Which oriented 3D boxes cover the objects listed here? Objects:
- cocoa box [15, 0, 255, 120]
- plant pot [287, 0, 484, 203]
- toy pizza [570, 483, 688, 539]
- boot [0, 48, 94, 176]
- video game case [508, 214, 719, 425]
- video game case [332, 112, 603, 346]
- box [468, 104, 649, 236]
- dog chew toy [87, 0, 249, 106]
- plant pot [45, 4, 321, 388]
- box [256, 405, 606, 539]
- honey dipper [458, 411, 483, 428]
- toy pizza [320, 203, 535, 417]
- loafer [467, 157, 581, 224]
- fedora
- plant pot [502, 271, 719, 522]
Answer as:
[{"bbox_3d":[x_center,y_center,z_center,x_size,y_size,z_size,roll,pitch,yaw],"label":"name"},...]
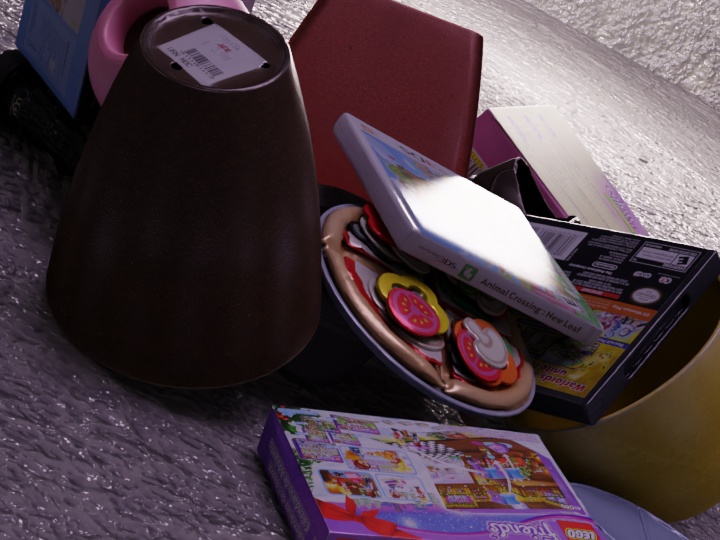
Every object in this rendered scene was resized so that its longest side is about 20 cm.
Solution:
[{"bbox_3d":[-0.163,-0.227,1.416,0.131,0.201,0.133,-1,32,-33],"label":"cocoa box"},{"bbox_3d":[0.010,-0.136,1.606,0.199,0.177,0.200,21,-1,0],"label":"plant pot"},{"bbox_3d":[0.197,0.220,1.297,0.200,0.032,0.200,29,18,-10],"label":"toy pizza"},{"bbox_3d":[-0.189,-0.116,1.506,0.158,0.080,0.211,32,27,24],"label":"boot"},{"bbox_3d":[0.148,0.032,1.446,0.199,0.181,0.026,13,-42,44],"label":"video game case"},{"bbox_3d":[0.078,-0.033,1.408,0.182,0.022,0.200,27,19,-27],"label":"video game case"},{"bbox_3d":[0.179,-0.068,1.890,0.176,0.097,0.200,54,23,10],"label":"box"},{"bbox_3d":[-0.107,-0.126,1.353,0.125,0.125,0.200,46,2,40],"label":"dog chew toy"},{"bbox_3d":[-0.103,-0.060,1.201,0.186,0.201,0.187,7,41,-6],"label":"plant pot"},{"bbox_3d":[0.046,0.147,1.191,0.199,0.039,0.137,8,26,-23],"label":"box"},{"bbox_3d":[0.076,0.092,1.465,0.038,0.038,0.200,23,21,-24],"label":"honey dipper"},{"bbox_3d":[0.052,0.021,1.334,0.200,0.032,0.200,33,27,-19],"label":"toy pizza"},{"bbox_3d":[0.164,-0.015,1.624,0.200,0.071,0.073,53,29,10],"label":"loafer"},{"bbox_3d":[-0.027,0.020,1.397,0.176,0.091,0.200,31,24,5],"label":"fedora"},{"bbox_3d":[0.224,0.111,1.457,0.142,0.199,0.200,57,8,-22],"label":"plant pot"}]
